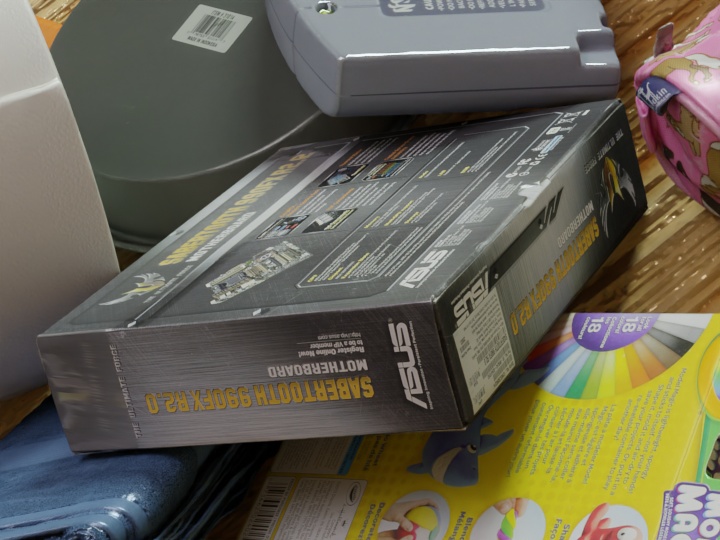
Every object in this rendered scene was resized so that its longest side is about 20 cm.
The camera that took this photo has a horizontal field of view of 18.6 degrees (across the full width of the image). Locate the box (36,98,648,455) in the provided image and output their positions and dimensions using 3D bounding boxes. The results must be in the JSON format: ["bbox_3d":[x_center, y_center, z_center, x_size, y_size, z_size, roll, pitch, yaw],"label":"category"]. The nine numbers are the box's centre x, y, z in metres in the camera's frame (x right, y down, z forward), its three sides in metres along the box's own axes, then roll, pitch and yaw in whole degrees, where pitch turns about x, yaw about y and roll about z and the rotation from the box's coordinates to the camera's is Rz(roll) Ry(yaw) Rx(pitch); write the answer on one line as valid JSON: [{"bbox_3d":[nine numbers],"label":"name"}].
[{"bbox_3d":[0.000,0.000,0.811,0.158,0.048,0.200,-7,19,28],"label":"box"}]

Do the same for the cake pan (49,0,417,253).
[{"bbox_3d":[-0.062,-0.096,1.007,0.200,0.037,0.201,-13,47,15],"label":"cake pan"}]

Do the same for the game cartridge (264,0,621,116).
[{"bbox_3d":[0.025,-0.127,0.933,0.133,0.041,0.200,1,35,-8],"label":"game cartridge"}]

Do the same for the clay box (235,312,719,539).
[{"bbox_3d":[0.061,0.072,0.776,0.200,0.048,0.115,1,53,37],"label":"clay box"}]

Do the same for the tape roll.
[{"bbox_3d":[-0.189,-0.037,0.862,0.139,0.203,0.203,-21,38,-15],"label":"tape roll"}]

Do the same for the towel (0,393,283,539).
[{"bbox_3d":[-0.096,0.082,0.811,0.111,0.049,0.200,-12,16,19],"label":"towel"}]

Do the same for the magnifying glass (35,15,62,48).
[{"bbox_3d":[-0.127,-0.104,1.102,0.200,0.022,0.080,21,68,47],"label":"magnifying glass"}]

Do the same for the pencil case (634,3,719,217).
[{"bbox_3d":[0.190,-0.106,0.818,0.200,0.087,0.083,-45,9,-7],"label":"pencil case"}]
